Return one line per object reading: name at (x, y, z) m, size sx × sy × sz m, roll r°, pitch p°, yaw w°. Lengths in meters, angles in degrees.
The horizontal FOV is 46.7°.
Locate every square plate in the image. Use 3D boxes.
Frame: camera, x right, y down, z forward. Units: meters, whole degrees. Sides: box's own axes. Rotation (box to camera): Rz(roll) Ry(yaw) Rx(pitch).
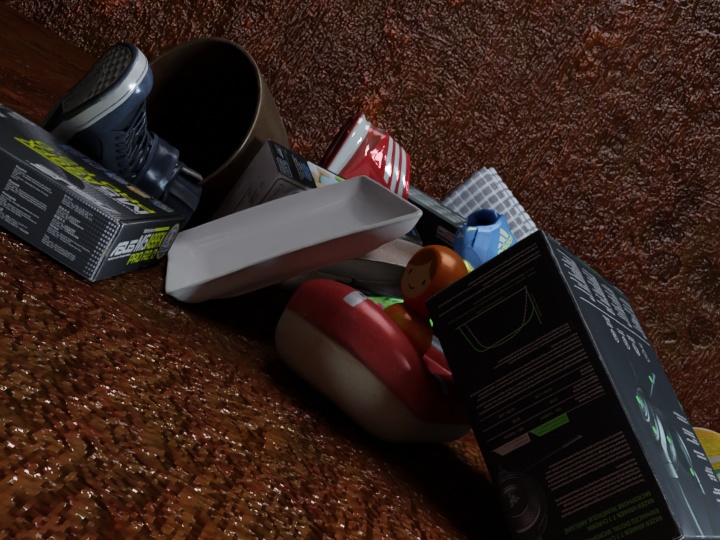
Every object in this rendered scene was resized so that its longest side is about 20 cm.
square plate at (-0.063, -0.028, 0.687) m, size 0.200 × 0.194 × 0.029 m, roll -133°, pitch -154°, yaw -71°

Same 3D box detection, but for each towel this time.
towel at (0.131, -0.006, 1.051) m, size 0.167 × 0.199 × 0.085 m, roll 53°, pitch 24°, yaw 7°

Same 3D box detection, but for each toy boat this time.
toy boat at (0.032, 0.042, 0.603) m, size 0.129 × 0.132 × 0.199 m, roll 33°, pitch 6°, yaw 28°

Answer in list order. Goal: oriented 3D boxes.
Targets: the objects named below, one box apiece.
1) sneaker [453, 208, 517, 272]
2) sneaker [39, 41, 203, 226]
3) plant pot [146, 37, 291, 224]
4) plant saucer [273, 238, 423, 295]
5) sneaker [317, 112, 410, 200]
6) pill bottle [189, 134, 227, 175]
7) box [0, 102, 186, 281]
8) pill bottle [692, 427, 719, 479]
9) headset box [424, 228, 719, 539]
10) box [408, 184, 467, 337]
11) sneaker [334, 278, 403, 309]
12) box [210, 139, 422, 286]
sneaker at (0.163, -0.012, 0.888) m, size 0.075 × 0.108 × 0.198 m, roll -6°, pitch -3°, yaw 38°
sneaker at (-0.180, -0.102, 0.698) m, size 0.146 × 0.078 × 0.201 m, roll 39°, pitch -26°, yaw -25°
plant pot at (-0.150, -0.123, 0.948) m, size 0.186 × 0.188 × 0.200 m, roll 34°, pitch -7°, yaw 31°
plant saucer at (0.000, 0.000, 0.803) m, size 0.195 × 0.035 × 0.201 m, roll 7°, pitch -15°, yaw 2°
sneaker at (-0.014, -0.064, 0.944) m, size 0.114 × 0.201 × 0.079 m, roll 31°, pitch 20°, yaw -14°
pill bottle at (-0.178, -0.137, 1.114) m, size 0.112 × 0.114 × 0.199 m, roll 35°, pitch 7°, yaw 39°
box at (-0.234, -0.068, 0.589) m, size 0.198 × 0.045 × 0.160 m, roll 31°, pitch 5°, yaw 0°
pill bottle at (0.305, 0.205, 0.736) m, size 0.111 × 0.114 × 0.200 m, roll 30°, pitch 5°, yaw 2°
headset box at (0.148, 0.102, 0.530) m, size 0.173 × 0.092 × 0.203 m, roll 23°, pitch 41°, yaw -53°
box at (0.059, -0.008, 1.008) m, size 0.045 × 0.162 × 0.199 m, roll -7°, pitch 34°, yaw -47°
sneaker at (0.011, 0.041, 0.784) m, size 0.083 × 0.078 × 0.199 m, roll 34°, pitch 4°, yaw 28°
box at (-0.044, -0.040, 0.880) m, size 0.198 × 0.117 × 0.061 m, roll 22°, pitch 30°, yaw -35°
